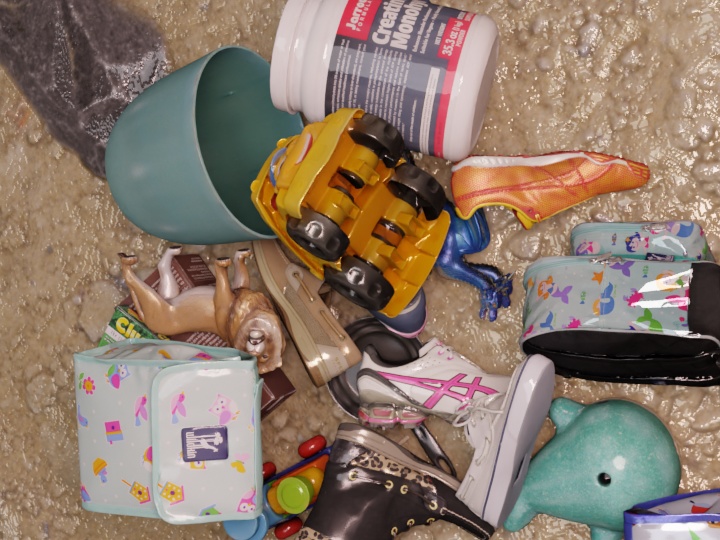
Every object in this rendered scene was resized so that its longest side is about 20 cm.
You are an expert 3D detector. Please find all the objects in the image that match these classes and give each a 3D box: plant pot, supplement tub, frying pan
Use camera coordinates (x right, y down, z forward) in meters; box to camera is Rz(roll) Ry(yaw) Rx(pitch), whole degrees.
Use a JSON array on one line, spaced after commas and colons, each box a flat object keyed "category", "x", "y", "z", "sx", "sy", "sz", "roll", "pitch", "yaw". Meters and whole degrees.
[{"category": "plant pot", "x": -0.173, "y": -0.117, "z": 1.256, "sx": 0.159, "sy": 0.200, "sz": 0.203, "roll": -13, "pitch": 89, "yaw": 31}, {"category": "supplement tub", "x": 0.025, "y": -0.194, "z": 1.140, "sx": 0.197, "sy": 0.140, "sz": 0.142, "roll": 15, "pitch": 97, "yaw": 9}, {"category": "frying pan", "x": 0.050, "y": 0.126, "z": 1.269, "sx": 0.189, "sy": 0.031, "sz": 0.116, "roll": 32, "pitch": 98, "yaw": 4}]

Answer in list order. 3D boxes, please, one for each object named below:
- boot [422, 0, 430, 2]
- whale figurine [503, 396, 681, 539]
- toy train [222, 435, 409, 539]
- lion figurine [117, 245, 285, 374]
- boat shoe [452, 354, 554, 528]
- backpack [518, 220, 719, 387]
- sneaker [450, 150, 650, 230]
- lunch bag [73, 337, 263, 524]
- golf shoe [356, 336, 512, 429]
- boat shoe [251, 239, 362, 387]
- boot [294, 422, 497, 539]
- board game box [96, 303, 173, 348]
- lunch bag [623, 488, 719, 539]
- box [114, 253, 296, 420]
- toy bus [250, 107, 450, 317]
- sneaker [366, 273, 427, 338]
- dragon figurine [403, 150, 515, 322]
[{"category": "boot", "x": 0.011, "y": -0.205, "z": 1.253, "sx": 0.199, "sy": 0.073, "sz": 0.091, "roll": -36, "pitch": 76, "yaw": 9}, {"category": "whale figurine", "x": 0.217, "y": 0.206, "z": 1.176, "sx": 0.198, "sy": 0.104, "sz": 0.161, "roll": -19, "pitch": 87, "yaw": 22}, {"category": "toy train", "x": -0.049, "y": 0.226, "z": 1.265, "sx": 0.199, "sy": 0.116, "sz": 0.085, "roll": -30, "pitch": 83, "yaw": 18}, {"category": "lion figurine", "x": -0.171, "y": 0.041, "z": 1.257, "sx": 0.198, "sy": 0.072, "sz": 0.124, "roll": 5, "pitch": 108, "yaw": 25}, {"category": "boat shoe", "x": 0.126, "y": 0.152, "z": 1.142, "sx": 0.085, "sy": 0.075, "sz": 0.204, "roll": 27, "pitch": 131, "yaw": 22}, {"category": "backpack", "x": 0.250, "y": 0.037, "z": 1.121, "sx": 0.198, "sy": 0.177, "sz": 0.153, "roll": -7, "pitch": 68, "yaw": 24}, {"category": "sneaker", "x": 0.189, "y": -0.081, "z": 1.178, "sx": 0.197, "sy": 0.073, "sz": 0.078, "roll": -4, "pitch": 93, "yaw": 3}, {"category": "lunch bag", "x": -0.186, "y": 0.162, "z": 1.204, "sx": 0.198, "sy": 0.122, "sz": 0.173, "roll": 3, "pitch": 98, "yaw": 28}, {"category": "golf shoe", "x": 0.094, "y": 0.115, "z": 1.218, "sx": 0.197, "sy": 0.073, "sz": 0.094, "roll": -1, "pitch": 88, "yaw": 3}, {"category": "boat shoe", "x": -0.060, "y": 0.032, "z": 1.273, "sx": 0.064, "sy": 0.071, "sz": 0.201, "roll": -26, "pitch": 60, "yaw": -4}, {"category": "boot", "x": 0.033, "y": 0.265, "z": 1.209, "sx": 0.199, "sy": 0.073, "sz": 0.152, "roll": 33, "pitch": 69, "yaw": -11}, {"category": "board game box", "x": -0.210, "y": 0.136, "z": 1.293, "sx": 0.199, "sy": 0.023, "sz": 0.105, "roll": 36, "pitch": 110, "yaw": 15}, {"category": "lunch bag", "x": 0.337, "y": 0.292, "z": 1.087, "sx": 0.197, "sy": 0.124, "sz": 0.173, "roll": -3, "pitch": 89, "yaw": -16}, {"category": "box", "x": -0.174, "y": 0.088, "z": 1.326, "sx": 0.100, "sy": 0.075, "sz": 0.201, "roll": -39, "pitch": 78, "yaw": 17}, {"category": "toy bus", "x": -0.036, "y": -0.070, "z": 1.145, "sx": 0.191, "sy": 0.200, "sz": 0.137, "roll": 21, "pitch": 72, "yaw": 40}, {"category": "sneaker", "x": 0.000, "y": 0.000, "z": 1.257, "sx": 0.070, "sy": 0.082, "sz": 0.200, "roll": -33, "pitch": 51, "yaw": -10}, {"category": "dragon figurine", "x": 0.101, "y": -0.044, "z": 1.228, "sx": 0.098, "sy": 0.059, "sz": 0.203, "roll": -10, "pitch": 90, "yaw": 19}]
